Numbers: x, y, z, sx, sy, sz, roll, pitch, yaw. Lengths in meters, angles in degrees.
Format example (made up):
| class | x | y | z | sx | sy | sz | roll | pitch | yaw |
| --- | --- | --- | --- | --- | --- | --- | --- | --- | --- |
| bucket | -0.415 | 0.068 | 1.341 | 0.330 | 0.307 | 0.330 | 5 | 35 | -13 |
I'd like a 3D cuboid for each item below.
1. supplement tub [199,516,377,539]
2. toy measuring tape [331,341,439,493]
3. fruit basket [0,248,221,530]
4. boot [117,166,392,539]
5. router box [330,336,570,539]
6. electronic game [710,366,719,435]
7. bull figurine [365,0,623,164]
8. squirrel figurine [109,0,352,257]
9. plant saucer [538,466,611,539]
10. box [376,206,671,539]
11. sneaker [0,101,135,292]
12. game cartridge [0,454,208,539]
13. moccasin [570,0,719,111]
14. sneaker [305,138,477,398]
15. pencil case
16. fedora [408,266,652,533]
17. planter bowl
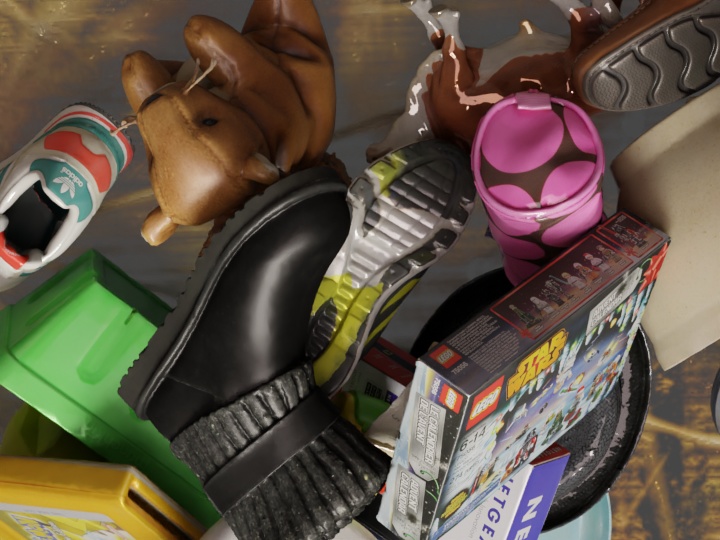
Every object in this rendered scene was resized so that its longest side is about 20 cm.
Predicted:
| class | x | y | z | sx | sy | sz | roll | pitch | yaw |
| --- | --- | --- | --- | --- | --- | --- | --- | --- | --- |
| supplement tub | -0.063 | 0.253 | 0.997 | 0.144 | 0.145 | 0.200 | 20 | 137 | -6 |
| toy measuring tape | 0.011 | 0.089 | 0.970 | 0.073 | 0.074 | 0.200 | 27 | 133 | -9 |
| fruit basket | -0.190 | 0.113 | 1.107 | 0.215 | 0.156 | 0.216 | -3 | 106 | -10 |
| boot | -0.034 | 0.061 | 0.899 | 0.158 | 0.079 | 0.211 | 47 | 119 | 19 |
| router box | 0.027 | 0.167 | 1.052 | 0.179 | 0.049 | 0.200 | 29 | 112 | 32 |
| electronic game | 0.338 | 0.069 | 1.074 | 0.200 | 0.042 | 0.200 | -8 | 134 | -8 |
| bull figurine | 0.091 | -0.128 | 1.018 | 0.200 | 0.065 | 0.122 | -16 | 118 | 8 |
| squirrel figurine | -0.072 | -0.065 | 0.990 | 0.141 | 0.187 | 0.200 | -23 | 111 | 12 |
| plant saucer | 0.084 | 0.185 | 1.144 | 0.200 | 0.027 | 0.201 | 0 | 90 | -8 |
| box | 0.097 | 0.062 | 0.913 | 0.040 | 0.200 | 0.137 | 35 | 137 | 25 |
| sneaker | -0.232 | -0.030 | 1.042 | 0.070 | 0.093 | 0.200 | 42 | 131 | -13 |
| game cartridge | -0.197 | 0.180 | 1.083 | 0.200 | 0.032 | 0.176 | -2 | 146 | 29 |
| moccasin | 0.210 | -0.170 | 0.964 | 0.201 | 0.078 | 0.074 | -40 | 138 | -5 |
| sneaker | 0.000 | 0.000 | 1.002 | 0.074 | 0.085 | 0.200 | 38 | 82 | 2 |
| pencil case | 0.116 | -0.045 | 0.980 | 0.091 | 0.200 | 0.094 | 7 | 76 | 11 |
| fedora | 0.119 | 0.097 | 1.076 | 0.200 | 0.092 | 0.201 | -1 | 97 | -5 |
| planter bowl | 0.244 | -0.045 | 0.996 | 0.200 | 0.200 | 0.135 | -34 | 81 | 16 |
